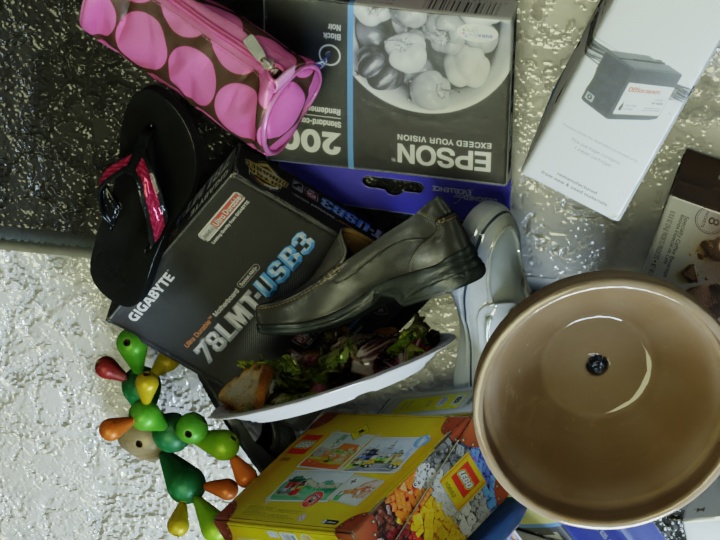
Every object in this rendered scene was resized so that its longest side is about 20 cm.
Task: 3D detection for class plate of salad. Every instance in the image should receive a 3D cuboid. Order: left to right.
[{"bbox_3d":[-0.024,0.072,1.668,0.200,0.200,0.048,-17,93,24],"label":"plate of salad"}]

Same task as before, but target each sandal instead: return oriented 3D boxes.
[{"bbox_3d":[-0.176,-0.051,1.682,0.075,0.045,0.200,33,124,21],"label":"sandal"},{"bbox_3d":[-0.072,0.155,1.862,0.048,0.075,0.200,-38,107,-7],"label":"sandal"}]

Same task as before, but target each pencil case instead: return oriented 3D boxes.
[{"bbox_3d":[-0.123,-0.175,1.634,0.200,0.094,0.091,32,81,17],"label":"pencil case"}]

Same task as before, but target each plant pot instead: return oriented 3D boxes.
[{"bbox_3d":[0.181,0.085,1.614,0.201,0.093,0.201,0,110,-1],"label":"plant pot"}]

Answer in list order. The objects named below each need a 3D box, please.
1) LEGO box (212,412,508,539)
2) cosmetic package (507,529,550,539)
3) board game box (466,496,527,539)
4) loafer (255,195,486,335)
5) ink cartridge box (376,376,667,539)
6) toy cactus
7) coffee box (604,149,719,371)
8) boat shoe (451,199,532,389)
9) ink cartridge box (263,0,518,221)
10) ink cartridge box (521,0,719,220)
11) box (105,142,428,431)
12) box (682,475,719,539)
[{"bbox_3d":[0.000,0.189,1.739,0.200,0.149,0.077,-3,123,54],"label":"LEGO box"},{"bbox_3d":[0.082,0.264,1.800,0.200,0.101,0.071,11,142,41],"label":"cosmetic package"},{"bbox_3d":[0.053,0.243,1.738,0.200,0.158,0.039,-10,113,56],"label":"board game box"},{"bbox_3d":[0.000,0.000,1.680,0.200,0.073,0.072,-19,93,24],"label":"loafer"},{"bbox_3d":[0.131,0.177,1.765,0.198,0.047,0.200,51,153,-16],"label":"ink cartridge box"},{"bbox_3d":[-0.173,0.148,1.835,0.200,0.102,0.165,56,157,-10],"label":"toy cactus"},{"bbox_3d":[0.269,0.022,1.668,0.113,0.080,0.200,20,123,6],"label":"coffee box"},{"bbox_3d":[0.118,0.034,1.720,0.067,0.074,0.200,28,140,32],"label":"boat shoe"},{"bbox_3d":[0.022,-0.123,1.679,0.198,0.043,0.200,7,123,13],"label":"ink cartridge box"},{"bbox_3d":[0.203,-0.160,1.543,0.084,0.145,0.200,27,123,1],"label":"ink cartridge box"},{"bbox_3d":[-0.073,0.018,1.762,0.198,0.050,0.200,31,125,-20],"label":"box"},{"bbox_3d":[0.333,0.245,1.755,0.097,0.124,0.200,-6,118,19],"label":"box"}]
